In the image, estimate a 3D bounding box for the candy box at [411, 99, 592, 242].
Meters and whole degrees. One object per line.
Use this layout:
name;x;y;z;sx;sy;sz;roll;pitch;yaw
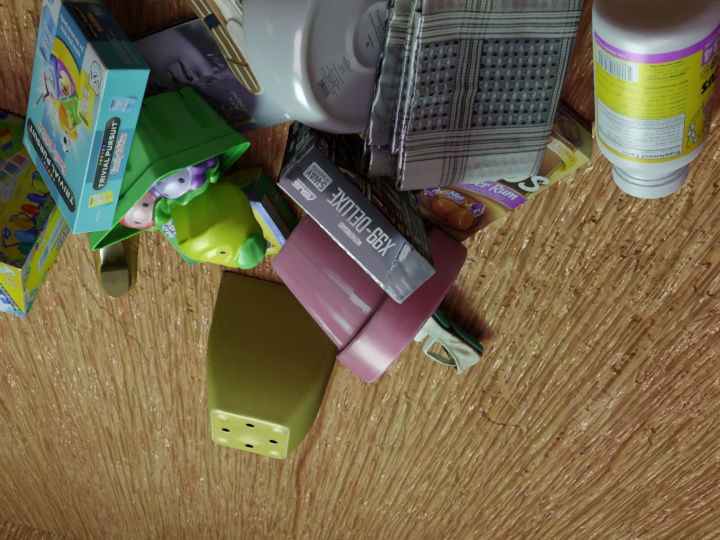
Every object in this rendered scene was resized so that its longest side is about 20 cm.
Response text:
candy box;0.134;-0.119;0.868;0.116;0.057;0.199;32;139;-21

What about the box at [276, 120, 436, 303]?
box;-0.003;-0.077;0.786;0.050;0.201;0.158;-40;110;15

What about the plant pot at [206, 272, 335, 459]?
plant pot;-0.141;0.158;1.209;0.190;0.203;0.197;13;146;0

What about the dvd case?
dvd case;-0.187;-0.203;0.898;0.197;0.016;0.149;-8;139;28

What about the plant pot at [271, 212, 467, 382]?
plant pot;0.000;0.000;0.969;0.178;0.201;0.200;37;142;-1

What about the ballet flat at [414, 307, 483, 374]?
ballet flat;0.102;0.086;1.134;0.062;0.068;0.200;-43;124;9

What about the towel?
towel;0.100;-0.165;0.706;0.196;0.035;0.196;-6;123;-24

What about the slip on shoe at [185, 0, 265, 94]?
slip on shoe;-0.127;-0.266;0.761;0.201;0.060;0.076;57;162;-24

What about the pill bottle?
pill bottle;0.262;-0.160;0.727;0.102;0.106;0.201;0;143;18

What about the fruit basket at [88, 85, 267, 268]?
fruit basket;-0.201;-0.074;0.914;0.213;0.155;0.219;20;123;33

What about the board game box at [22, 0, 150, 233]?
board game box;-0.287;-0.165;0.832;0.046;0.152;0.202;-12;142;-40

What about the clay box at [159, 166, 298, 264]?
clay box;-0.189;-0.066;1.055;0.196;0.048;0.115;-7;138;25

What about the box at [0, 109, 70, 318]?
box;-0.461;-0.083;0.993;0.189;0.203;0.122;20;145;-8

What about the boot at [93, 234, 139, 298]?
boot;-0.325;-0.066;1.070;0.069;0.206;0.144;-1;-172;-16

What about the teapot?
teapot;-0.031;-0.224;0.708;0.145;0.195;0.203;34;122;37
